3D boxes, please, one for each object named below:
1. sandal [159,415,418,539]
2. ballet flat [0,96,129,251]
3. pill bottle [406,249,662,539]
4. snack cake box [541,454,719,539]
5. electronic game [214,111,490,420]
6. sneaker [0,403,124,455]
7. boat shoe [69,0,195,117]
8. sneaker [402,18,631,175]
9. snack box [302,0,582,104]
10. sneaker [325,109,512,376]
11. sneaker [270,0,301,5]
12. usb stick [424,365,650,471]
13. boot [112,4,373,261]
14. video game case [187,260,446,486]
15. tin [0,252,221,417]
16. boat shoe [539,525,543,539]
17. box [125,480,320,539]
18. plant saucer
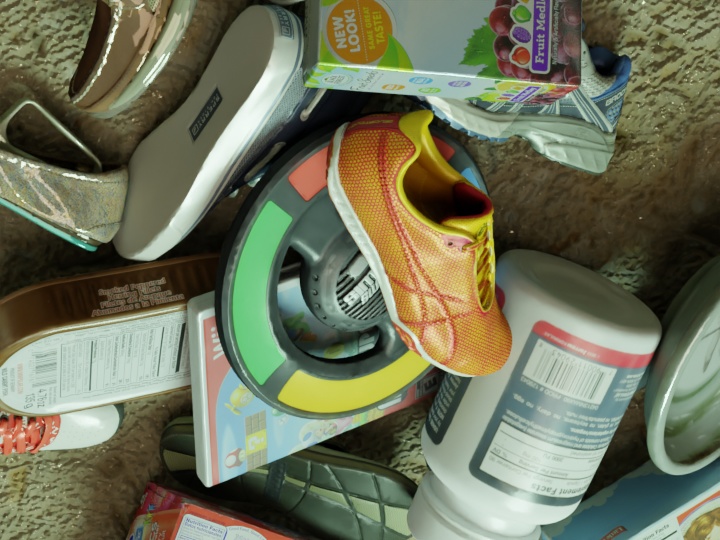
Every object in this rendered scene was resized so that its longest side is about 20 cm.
[{"bbox_3d":[-0.044,0.139,1.056,0.199,0.058,0.080,21,125,-5],"label":"sandal"},{"bbox_3d":[-0.226,-0.080,0.875,0.199,0.068,0.068,25,98,-30],"label":"ballet flat"},{"bbox_3d":[0.108,0.099,0.990,0.119,0.120,0.201,17,109,-20],"label":"pill bottle"},{"bbox_3d":[0.244,0.196,1.089,0.199,0.067,0.116,-29,114,-12],"label":"snack cake box"},{"bbox_3d":[0.000,0.000,0.907,0.199,0.042,0.202,-16,121,-28],"label":"electronic game"},{"bbox_3d":[-0.252,0.106,0.961,0.200,0.108,0.068,17,120,-20],"label":"sneaker"},{"bbox_3d":[-0.119,-0.180,0.802,0.071,0.076,0.201,20,109,-25],"label":"boat shoe"},{"bbox_3d":[0.087,-0.123,0.873,0.199,0.077,0.086,10,110,-44],"label":"sneaker"},{"bbox_3d":[0.044,-0.195,0.772,0.141,0.053,0.202,3,84,-11],"label":"snack box"},{"bbox_3d":[0.049,-0.007,0.856,0.077,0.073,0.200,-5,137,31],"label":"sneaker"},{"bbox_3d":[0.035,-0.176,0.850,0.198,0.075,0.087,6,136,-10],"label":"sneaker"},{"bbox_3d":[0.138,0.099,1.068,0.199,0.033,0.055,-34,123,14],"label":"usb stick"},{"bbox_3d":[-0.069,-0.071,0.897,0.090,0.073,0.200,10,137,-40],"label":"boot"},{"bbox_3d":[-0.019,0.051,0.969,0.199,0.017,0.144,-19,130,-27],"label":"video game case"},{"bbox_3d":[-0.148,0.043,0.942,0.198,0.042,0.112,-11,152,-19],"label":"tin"},{"bbox_3d":[0.188,0.265,1.163,0.075,0.072,0.201,-33,103,-11],"label":"boat shoe"},{"bbox_3d":[-0.072,0.234,1.067,0.199,0.095,0.100,23,83,-23],"label":"box"},{"bbox_3d":[0.249,0.044,1.009,0.199,0.050,0.201,-32,140,-31],"label":"plant saucer"}]
